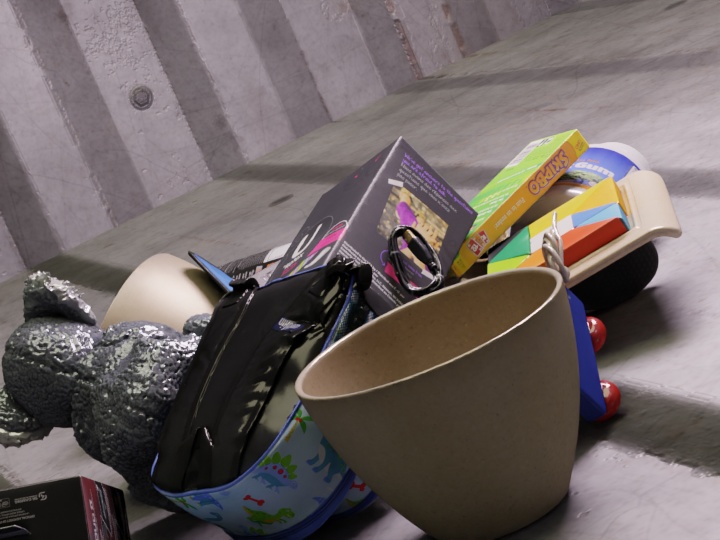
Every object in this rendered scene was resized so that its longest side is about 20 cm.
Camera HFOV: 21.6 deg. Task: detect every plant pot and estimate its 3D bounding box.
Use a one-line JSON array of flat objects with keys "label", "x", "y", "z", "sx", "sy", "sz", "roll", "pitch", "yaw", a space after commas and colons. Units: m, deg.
[{"label": "plant pot", "x": -0.151, "y": 0.100, "z": 1.750, "sx": 0.134, "sy": 0.201, "sz": 0.200, "roll": 18, "pitch": 27, "yaw": 16}]

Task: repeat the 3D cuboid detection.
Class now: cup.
[{"label": "cup", "x": 0.072, "y": 0.105, "z": 1.313, "sx": 0.200, "sy": 0.144, "sz": 0.200, "roll": -22, "pitch": 11, "yaw": 5}]

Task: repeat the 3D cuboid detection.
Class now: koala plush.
[{"label": "koala plush", "x": -0.219, "y": 0.094, "z": 1.592, "sx": 0.199, "sy": 0.178, "sz": 0.184, "roll": 21, "pitch": -1, "yaw": 15}]

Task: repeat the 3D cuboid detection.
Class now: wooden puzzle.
[{"label": "wooden puzzle", "x": 0.174, "y": -0.023, "z": 1.632, "sx": 0.199, "sy": 0.037, "sz": 0.185, "roll": -27, "pitch": 14, "yaw": 11}]

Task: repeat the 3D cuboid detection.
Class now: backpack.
[{"label": "backpack", "x": -0.051, "y": 0.115, "z": 1.455, "sx": 0.183, "sy": 0.147, "sz": 0.201, "roll": -12, "pitch": 44, "yaw": 51}]

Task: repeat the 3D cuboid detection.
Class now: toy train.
[{"label": "toy train", "x": 0.123, "y": 0.051, "z": 1.472, "sx": 0.116, "sy": 0.085, "sz": 0.200, "roll": -33, "pitch": 37, "yaw": 22}]

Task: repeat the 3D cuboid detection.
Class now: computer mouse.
[{"label": "computer mouse", "x": 0.092, "y": 0.031, "z": 1.537, "sx": 0.059, "sy": 0.200, "sz": 0.034, "roll": -37, "pitch": -21, "yaw": -24}]

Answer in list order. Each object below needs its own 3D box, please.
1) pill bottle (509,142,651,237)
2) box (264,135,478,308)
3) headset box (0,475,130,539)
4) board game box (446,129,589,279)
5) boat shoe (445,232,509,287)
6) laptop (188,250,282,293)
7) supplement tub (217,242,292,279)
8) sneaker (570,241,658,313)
[{"label": "pill bottle", "x": 0.222, "y": -0.057, "z": 1.826, "sx": 0.112, "sy": 0.112, "sz": 0.200, "roll": -18, "pitch": 14, "yaw": 26}, {"label": "box", "x": 0.000, "y": 0.000, "z": 1.633, "sx": 0.122, "sy": 0.106, "sz": 0.200, "roll": -34, "pitch": 18, "yaw": 43}, {"label": "headset box", "x": -0.264, "y": 0.209, "z": 1.445, "sx": 0.148, "sy": 0.075, "sz": 0.200, "roll": -11, "pitch": -10, "yaw": 2}, {"label": "board game box", "x": 0.119, "y": -0.053, "z": 1.738, "sx": 0.200, "sy": 0.030, "sz": 0.095, "roll": -42, "pitch": 11, "yaw": -18}, {"label": "boat shoe", "x": 0.121, "y": -0.008, "z": 1.826, "sx": 0.199, "sy": 0.067, "sz": 0.074, "roll": -14, "pitch": 21, "yaw": -36}, {"label": "laptop", "x": -0.035, "y": 0.024, "z": 1.768, "sx": 0.200, "sy": 0.177, "sz": 0.104, "roll": -30, "pitch": -31, "yaw": -29}, {"label": "supplement tub", "x": -0.057, "y": 0.030, "z": 1.958, "sx": 0.199, "sy": 0.123, "sz": 0.123, "roll": -16, "pitch": 14, "yaw": 31}, {"label": "sneaker", "x": 0.166, "y": 0.015, "z": 1.725, "sx": 0.201, "sy": 0.067, "sz": 0.108, "roll": -28, "pitch": 14, "yaw": -7}]
